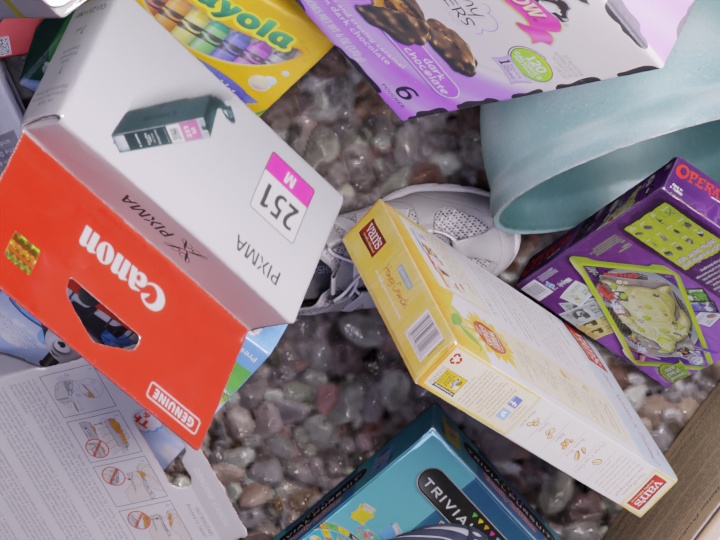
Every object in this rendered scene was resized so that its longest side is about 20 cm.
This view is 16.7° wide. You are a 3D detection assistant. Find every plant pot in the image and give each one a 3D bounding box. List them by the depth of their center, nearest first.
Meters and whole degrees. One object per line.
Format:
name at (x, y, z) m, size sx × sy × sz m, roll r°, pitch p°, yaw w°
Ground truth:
plant pot at (0.154, -0.117, 1.405) m, size 0.199 × 0.200 × 0.135 m, roll -17°, pitch 78°, yaw 9°

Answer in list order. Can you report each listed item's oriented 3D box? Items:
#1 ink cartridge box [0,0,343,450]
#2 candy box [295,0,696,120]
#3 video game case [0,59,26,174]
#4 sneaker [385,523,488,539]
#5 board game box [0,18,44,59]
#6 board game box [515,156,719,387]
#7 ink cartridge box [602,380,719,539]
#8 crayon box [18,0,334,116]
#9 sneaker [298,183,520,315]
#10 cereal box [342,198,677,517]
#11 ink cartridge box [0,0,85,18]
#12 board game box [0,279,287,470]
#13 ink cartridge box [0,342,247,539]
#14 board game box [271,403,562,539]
ink cartridge box at (-0.111, -0.026, 1.371) m, size 0.043 × 0.174 × 0.200 m, roll -11°, pitch 137°, yaw 43°
candy box at (0.052, -0.170, 1.273) m, size 0.199 × 0.072 × 0.168 m, roll -7°, pitch 134°, yaw 49°
video game case at (-0.291, -0.047, 1.531) m, size 0.199 × 0.023 × 0.183 m, roll -21°, pitch 104°, yaw 9°
sneaker at (0.083, 0.202, 1.471) m, size 0.199 × 0.108 × 0.071 m, roll 16°, pitch 97°, yaw 24°
board game box at (-0.204, -0.229, 1.458) m, size 0.102 × 0.019 × 0.202 m, roll -11°, pitch 107°, yaw -9°
board game box at (0.183, 0.005, 1.437) m, size 0.120 × 0.200 × 0.032 m, roll 37°, pitch 64°, yaw -8°
ink cartridge box at (0.230, 0.139, 1.479) m, size 0.075 × 0.165 × 0.201 m, roll 33°, pitch 107°, yaw -8°
crayon box at (-0.094, -0.144, 1.407) m, size 0.125 × 0.052 × 0.200 m, roll 28°, pitch 140°, yaw -20°
sneaker at (0.000, 0.000, 1.494) m, size 0.198 × 0.082 × 0.075 m, roll -10°, pitch 106°, yaw 7°
cereal box at (0.087, 0.053, 1.434) m, size 0.200 × 0.144 × 0.040 m, roll 33°, pitch 108°, yaw -35°
ink cartridge box at (-0.198, -0.217, 1.340) m, size 0.083 × 0.200 × 0.146 m, roll -39°, pitch 108°, yaw -13°
board game box at (-0.157, 0.051, 1.503) m, size 0.151 × 0.037 × 0.200 m, roll 35°, pitch 133°, yaw -8°
ink cartridge box at (-0.186, 0.115, 1.523) m, size 0.199 × 0.050 × 0.162 m, roll -16°, pitch 122°, yaw 18°
board game box at (0.023, 0.207, 1.575) m, size 0.200 × 0.047 × 0.151 m, roll -40°, pitch 101°, yaw 14°
